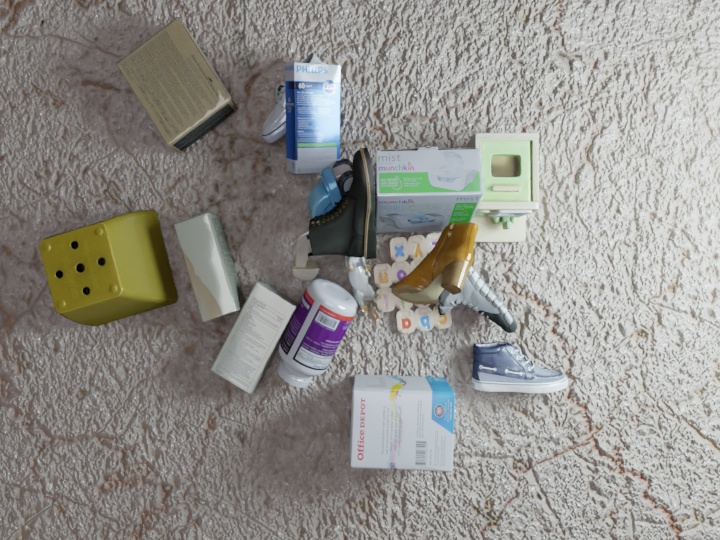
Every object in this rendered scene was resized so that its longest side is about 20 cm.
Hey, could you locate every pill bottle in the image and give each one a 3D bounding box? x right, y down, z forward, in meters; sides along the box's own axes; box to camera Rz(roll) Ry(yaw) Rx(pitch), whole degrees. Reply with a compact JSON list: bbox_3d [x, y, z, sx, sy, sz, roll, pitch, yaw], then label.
[{"bbox_3d":[-0.093,0.128,1.059,0.110,0.113,0.204,29,104,1],"label":"pill bottle"}]

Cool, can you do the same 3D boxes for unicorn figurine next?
[{"bbox_3d":[0.000,0.000,1.072,0.071,0.138,0.207,-1,105,-9],"label":"unicorn figurine"}]

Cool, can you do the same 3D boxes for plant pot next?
[{"bbox_3d":[-0.506,-0.005,1.045,0.194,0.176,0.206,-15,90,0],"label":"plant pot"}]

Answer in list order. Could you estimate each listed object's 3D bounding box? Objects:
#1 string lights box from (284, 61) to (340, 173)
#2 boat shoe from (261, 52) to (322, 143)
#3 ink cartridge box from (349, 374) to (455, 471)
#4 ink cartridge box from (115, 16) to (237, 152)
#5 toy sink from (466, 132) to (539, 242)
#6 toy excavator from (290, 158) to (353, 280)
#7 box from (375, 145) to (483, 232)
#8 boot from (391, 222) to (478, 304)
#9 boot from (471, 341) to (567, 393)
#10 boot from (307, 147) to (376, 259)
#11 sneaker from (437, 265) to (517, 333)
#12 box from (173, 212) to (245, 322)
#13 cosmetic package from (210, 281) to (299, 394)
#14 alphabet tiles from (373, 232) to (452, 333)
[{"bbox_3d":[-0.094,-0.301,1.049,0.100,0.059,0.207,-7,108,-27],"label":"string lights box"},{"bbox_3d":[-0.146,-0.357,1.082,0.202,0.073,0.067,-53,131,-9],"label":"boat shoe"},{"bbox_3d":[0.078,0.296,1.050,0.193,0.146,0.152,2,91,1],"label":"ink cartridge box"},{"bbox_3d":[-0.375,-0.379,1.091,0.163,0.075,0.203,-34,89,0],"label":"ink cartridge box"},{"bbox_3d":[0.283,-0.162,1.062,0.126,0.112,0.207,1,90,1],"label":"toy sink"},{"bbox_3d":[-0.074,-0.098,1.065,0.195,0.101,0.198,-22,122,-1],"label":"toy excavator"},{"bbox_3d":[0.125,-0.153,1.025,0.193,0.177,0.100,0,73,0],"label":"box"},{"bbox_3d":[0.150,-0.017,1.051,0.070,0.199,0.147,33,63,-27],"label":"boot"},{"bbox_3d":[0.326,0.195,1.081,0.193,0.073,0.094,-1,96,2],"label":"boot"},{"bbox_3d":[-0.039,-0.116,0.968,0.133,0.078,0.207,-2,109,2],"label":"boot"},{"bbox_3d":[0.218,0.069,1.075,0.115,0.075,0.202,-40,79,6],"label":"sneaker"},{"bbox_3d":[-0.305,-0.007,1.083,0.075,0.095,0.206,-17,88,2],"label":"box"},{"bbox_3d":[-0.214,0.136,1.092,0.103,0.071,0.204,30,91,1],"label":"cosmetic package"},{"bbox_3d":[0.126,0.026,1.114,0.193,0.015,0.203,-7,90,1],"label":"alphabet tiles"}]
